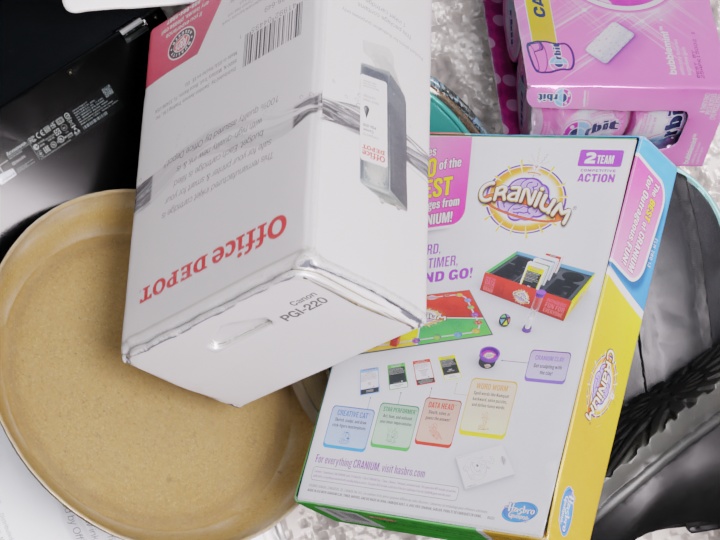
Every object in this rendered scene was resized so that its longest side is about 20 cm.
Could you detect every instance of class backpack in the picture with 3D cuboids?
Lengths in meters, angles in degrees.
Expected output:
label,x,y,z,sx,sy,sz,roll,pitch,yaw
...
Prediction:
label,x,y,z,sx,sy,sz,roll,pitch,yaw
backpack,0.121,0.039,1.116,0.174,0.153,0.202,-9,95,-5

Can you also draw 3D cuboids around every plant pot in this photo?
label,x,y,z,sx,sy,sz,roll,pitch,yaw
plant pot,-0.106,0.053,1.064,0.199,0.027,0.202,14,60,-25

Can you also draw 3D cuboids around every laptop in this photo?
label,x,y,z,sx,sy,sz,roll,pitch,yaw
laptop,-0.187,-0.070,1.154,0.187,0.116,0.201,-35,100,-18

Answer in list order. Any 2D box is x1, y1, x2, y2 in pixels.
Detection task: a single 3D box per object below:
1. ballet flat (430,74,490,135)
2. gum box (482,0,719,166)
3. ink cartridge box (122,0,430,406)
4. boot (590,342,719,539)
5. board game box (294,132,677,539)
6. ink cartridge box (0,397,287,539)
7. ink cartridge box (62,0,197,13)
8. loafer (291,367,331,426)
label,x,y,z,sx,sy,sz,roll,pitch,yaw
ballet flat,0.008,-0.108,1.179,0.200,0.074,0.074,39,78,-16
gum box,0.132,-0.147,1.155,0.112,0.066,0.201,0,52,-8
ink cartridge box,-0.041,-0.051,1.033,0.084,0.145,0.201,27,53,-35
boot,0.194,0.127,1.016,0.210,0.079,0.159,-33,97,-9
board game box,0.061,0.032,1.003,0.152,0.040,0.202,5,72,38
ink cartridge box,-0.155,0.132,1.117,0.199,0.085,0.147,-23,80,-6
ink cartridge box,-0.117,-0.234,1.144,0.115,0.068,0.202,-5,78,-3
loafer,0.000,0.000,1.095,0.075,0.067,0.202,4,66,-30
